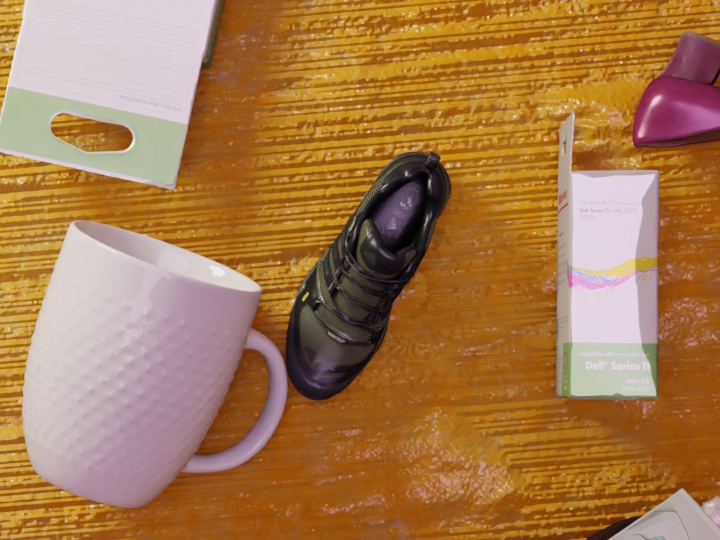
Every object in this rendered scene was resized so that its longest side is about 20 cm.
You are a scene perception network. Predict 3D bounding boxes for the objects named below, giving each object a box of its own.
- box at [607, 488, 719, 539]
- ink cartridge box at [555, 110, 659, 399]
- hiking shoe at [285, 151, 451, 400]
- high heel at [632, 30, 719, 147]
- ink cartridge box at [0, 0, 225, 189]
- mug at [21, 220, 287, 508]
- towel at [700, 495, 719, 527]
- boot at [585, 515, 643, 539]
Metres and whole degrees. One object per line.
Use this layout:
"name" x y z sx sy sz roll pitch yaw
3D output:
"box" 0.206 0.285 1.441 0.176 0.097 0.201 -33 114 -3
"ink cartridge box" 0.177 -0.009 1.522 0.067 0.117 0.202 1 88 1
"hiking shoe" 0.000 0.000 1.536 0.075 0.101 0.201 26 88 3
"high heel" 0.301 -0.094 1.548 0.199 0.067 0.097 25 78 18
"ink cartridge box" -0.182 -0.171 1.577 0.144 0.048 0.202 12 88 2
"mug" -0.145 0.079 1.526 0.199 0.148 0.177 17 97 -27
"towel" 0.220 0.284 1.511 0.199 0.032 0.192 -33 112 -1
"boot" 0.195 0.242 1.547 0.198 0.075 0.098 -10 113 -10
